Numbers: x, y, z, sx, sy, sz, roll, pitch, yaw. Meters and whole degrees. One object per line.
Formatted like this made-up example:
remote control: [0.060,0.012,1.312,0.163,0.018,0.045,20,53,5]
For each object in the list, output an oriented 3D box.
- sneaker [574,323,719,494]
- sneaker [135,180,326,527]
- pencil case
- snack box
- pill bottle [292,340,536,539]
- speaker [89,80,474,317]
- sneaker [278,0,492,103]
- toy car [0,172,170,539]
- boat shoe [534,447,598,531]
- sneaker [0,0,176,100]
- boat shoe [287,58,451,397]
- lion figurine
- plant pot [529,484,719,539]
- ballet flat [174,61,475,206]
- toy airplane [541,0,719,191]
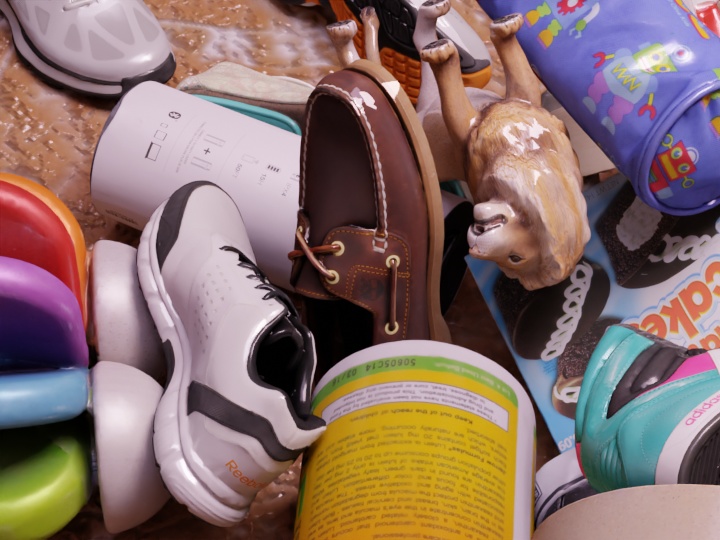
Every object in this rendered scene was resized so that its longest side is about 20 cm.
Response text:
sneaker: [0.171,0.056,1.067,0.200,0.084,0.121,-23,21,-35]
sneaker: [-0.056,0.028,1.131,0.080,0.074,0.200,-37,43,26]
pencil case: [0.124,-0.117,1.143,0.087,0.078,0.200,-44,52,13]
snack box: [0.165,-0.002,1.153,0.200,0.037,0.116,-29,76,13]
pill bottle: [0.022,0.139,1.059,0.111,0.111,0.200,3,46,3]
speaker: [-0.041,-0.033,1.249,0.200,0.081,0.081,21,49,20]
sneaker: [0.022,-0.175,1.395,0.092,0.076,0.200,-27,52,-29]
toy car: [-0.179,0.036,1.133,0.175,0.150,0.200,-3,46,-4]
boat shoe: [0.181,0.097,1.125,0.199,0.074,0.068,-17,45,-15]
sneaker: [-0.182,-0.189,1.376,0.076,0.116,0.200,-29,53,-26]
boat shoe: [0.000,0.000,1.135,0.070,0.200,0.070,-26,30,-31]
lion figurine: [0.051,-0.068,1.172,0.072,0.123,0.200,-23,21,-11]
plant pot: [0.144,0.220,0.954,0.187,0.187,0.200,9,59,8]
ballet flat: [-0.014,-0.079,1.302,0.200,0.068,0.062,20,38,22]
toy airplane: [0.187,-0.083,1.249,0.200,0.141,0.199,28,90,11]
